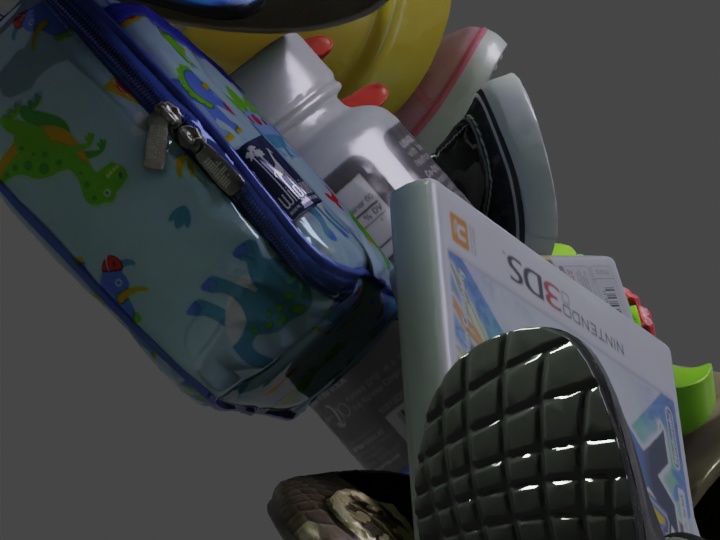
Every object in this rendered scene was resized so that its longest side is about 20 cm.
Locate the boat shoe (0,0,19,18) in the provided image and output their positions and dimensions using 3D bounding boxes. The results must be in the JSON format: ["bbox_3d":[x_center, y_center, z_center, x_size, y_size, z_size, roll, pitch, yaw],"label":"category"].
[{"bbox_3d":[-0.149,-0.208,0.910,0.067,0.073,0.201,-135,-133,-85],"label":"boat shoe"}]

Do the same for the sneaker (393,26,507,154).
[{"bbox_3d":[-0.014,-0.089,1.141,0.105,0.200,0.075,41,40,-10],"label":"sneaker"}]

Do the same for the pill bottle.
[{"bbox_3d":[0.000,0.000,0.900,0.200,0.114,0.114,50,5,0],"label":"pill bottle"}]

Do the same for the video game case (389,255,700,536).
[{"bbox_3d":[0.086,0.091,0.790,0.182,0.023,0.200,0,73,-62],"label":"video game case"}]

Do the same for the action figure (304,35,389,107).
[{"bbox_3d":[0.007,-0.040,1.046,0.065,0.099,0.200,45,-29,29],"label":"action figure"}]

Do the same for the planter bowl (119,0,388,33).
[{"bbox_3d":[-0.065,-0.199,0.818,0.200,0.135,0.200,11,-18,4],"label":"planter bowl"}]

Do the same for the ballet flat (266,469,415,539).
[{"bbox_3d":[0.014,0.091,0.722,0.067,0.046,0.200,50,5,12],"label":"ballet flat"}]

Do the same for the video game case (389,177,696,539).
[{"bbox_3d":[0.074,0.089,0.719,0.182,0.022,0.200,32,46,-48],"label":"video game case"}]

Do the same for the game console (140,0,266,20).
[{"bbox_3d":[-0.128,-0.121,0.687,0.200,0.119,0.171,15,-21,-5],"label":"game console"}]

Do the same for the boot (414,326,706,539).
[{"bbox_3d":[0.082,0.105,0.644,0.132,0.070,0.200,-26,106,-63],"label":"boot"}]

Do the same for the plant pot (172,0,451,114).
[{"bbox_3d":[-0.079,-0.156,1.034,0.201,0.201,0.189,51,21,15],"label":"plant pot"}]

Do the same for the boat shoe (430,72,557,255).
[{"bbox_3d":[0.048,-0.022,0.978,0.200,0.068,0.072,98,-24,-65],"label":"boat shoe"}]

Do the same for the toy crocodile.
[{"bbox_3d":[0.119,0.030,1.039,0.200,0.062,0.068,-126,-160,-69],"label":"toy crocodile"}]

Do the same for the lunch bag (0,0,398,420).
[{"bbox_3d":[-0.064,-0.027,0.748,0.161,0.082,0.200,47,3,12],"label":"lunch bag"}]

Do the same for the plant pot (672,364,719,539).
[{"bbox_3d":[0.162,0.127,1.074,0.173,0.200,0.200,31,-10,49],"label":"plant pot"}]
